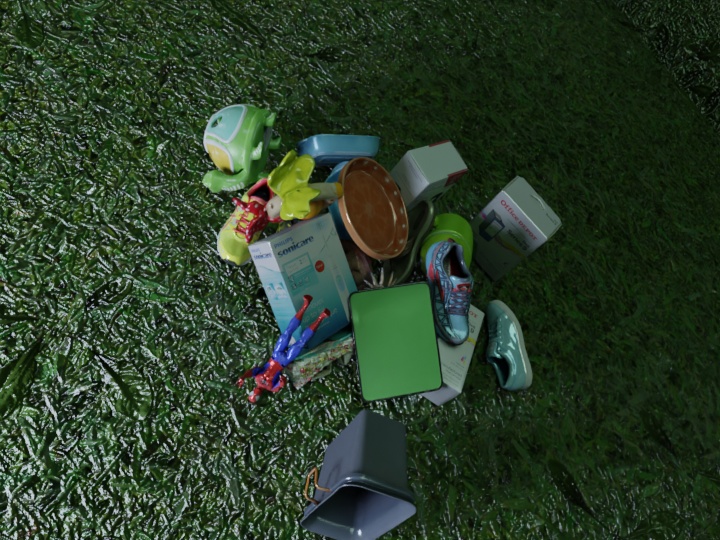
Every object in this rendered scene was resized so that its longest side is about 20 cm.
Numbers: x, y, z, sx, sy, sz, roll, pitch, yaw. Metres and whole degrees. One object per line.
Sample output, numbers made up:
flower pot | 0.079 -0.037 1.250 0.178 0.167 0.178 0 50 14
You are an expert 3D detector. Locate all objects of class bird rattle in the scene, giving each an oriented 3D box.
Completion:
bird rattle | -0.118 -0.111 0.953 0.161 0.199 0.115 -10 73 -39

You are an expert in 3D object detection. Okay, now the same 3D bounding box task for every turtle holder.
turtle holder | -0.245 -0.241 1.093 0.129 0.141 0.190 15 93 2

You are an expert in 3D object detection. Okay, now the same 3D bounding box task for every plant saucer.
plant saucer | 0.023 -0.118 1.052 0.198 0.032 0.205 25 55 -43

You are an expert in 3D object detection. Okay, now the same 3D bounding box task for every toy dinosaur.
toy dinosaur | 0.000 0.000 1.053 0.085 0.135 0.203 -36 103 -26

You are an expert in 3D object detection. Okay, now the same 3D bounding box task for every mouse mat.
mouse mat | 0.065 0.130 0.996 0.157 0.008 0.205 -7 89 -8

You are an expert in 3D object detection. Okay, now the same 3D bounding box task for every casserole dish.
casserole dish | -0.047 -0.263 1.203 0.196 0.120 0.040 -6 87 -30
casserole dish | -0.007 -0.140 1.168 0.039 0.120 0.204 22 43 -61

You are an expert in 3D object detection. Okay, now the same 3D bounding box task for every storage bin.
storage bin | -0.009 0.317 0.851 0.143 0.201 0.136 23 43 -14

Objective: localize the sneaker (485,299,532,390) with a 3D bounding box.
sneaker | 0.305 0.159 1.176 0.080 0.074 0.204 -2 63 -32

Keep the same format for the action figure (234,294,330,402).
action figure | -0.131 0.141 0.884 0.065 0.202 0.099 35 9 2

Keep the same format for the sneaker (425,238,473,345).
sneaker | 0.173 0.040 1.033 0.078 0.095 0.205 -8 83 -20

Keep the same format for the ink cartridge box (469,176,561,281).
ink cartridge box | 0.336 -0.093 1.248 0.146 0.200 0.087 48 52 5

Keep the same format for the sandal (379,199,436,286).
sandal | 0.088 -0.059 1.137 0.057 0.079 0.204 21 96 -39

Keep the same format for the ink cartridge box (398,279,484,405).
ink cartridge box | 0.151 0.140 1.097 0.144 0.088 0.202 33 51 -6

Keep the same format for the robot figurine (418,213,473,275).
robot figurine | 0.188 -0.050 1.188 0.177 0.114 0.201 58 26 -19

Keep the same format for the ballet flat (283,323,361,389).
ballet flat | -0.057 0.153 1.001 0.197 0.075 0.065 -22 105 -31

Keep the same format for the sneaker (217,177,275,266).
sneaker | -0.214 -0.101 1.040 0.077 0.090 0.203 25 55 -14

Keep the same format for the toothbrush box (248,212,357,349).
toothbrush box | -0.095 0.018 0.989 0.145 0.084 0.204 -28 103 -37

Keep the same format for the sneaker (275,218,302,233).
sneaker | -0.142 -0.057 1.056 0.073 0.085 0.204 20 55 -15

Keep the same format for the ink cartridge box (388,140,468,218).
ink cartridge box | 0.117 -0.180 1.189 0.144 0.200 0.084 -25 77 -39
